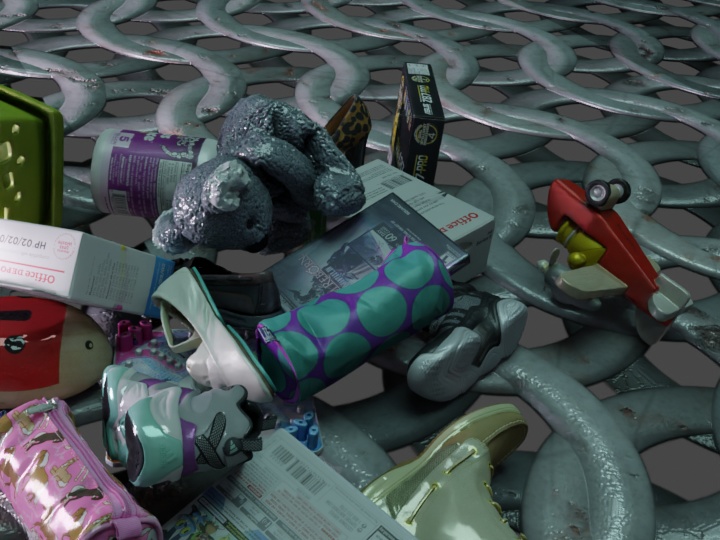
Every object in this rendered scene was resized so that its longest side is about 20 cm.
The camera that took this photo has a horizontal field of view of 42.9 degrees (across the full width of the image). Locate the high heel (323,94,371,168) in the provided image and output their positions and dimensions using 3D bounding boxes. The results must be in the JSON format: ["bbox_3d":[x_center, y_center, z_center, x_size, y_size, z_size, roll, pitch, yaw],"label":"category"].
[{"bbox_3d":[-0.079,-0.168,1.257,0.200,0.143,0.071,-13,37,-27],"label":"high heel"}]

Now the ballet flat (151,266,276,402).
[{"bbox_3d":[-0.151,0.073,0.903,0.069,0.070,0.200,-14,43,-29],"label":"ballet flat"}]

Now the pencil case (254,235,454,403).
[{"bbox_3d":[-0.007,0.046,0.903,0.200,0.085,0.092,-28,63,-22],"label":"pencil case"}]

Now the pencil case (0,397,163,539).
[{"bbox_3d":[-0.231,0.179,0.727,0.083,0.087,0.200,-33,40,-23],"label":"pencil case"}]

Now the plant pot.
[{"bbox_3d":[-0.465,-0.122,1.083,0.199,0.200,0.181,23,29,26],"label":"plant pot"}]

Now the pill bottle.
[{"bbox_3d":[-0.236,-0.120,1.186,0.199,0.113,0.112,6,32,0],"label":"pill bottle"}]

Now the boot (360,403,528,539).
[{"bbox_3d":[0.108,0.205,0.772,0.200,0.072,0.155,-27,44,-31],"label":"boot"}]

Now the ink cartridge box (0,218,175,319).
[{"bbox_3d":[-0.293,-0.003,0.925,0.115,0.068,0.200,8,-6,23],"label":"ink cartridge box"}]

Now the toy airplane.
[{"bbox_3d":[0.292,0.004,1.085,0.200,0.141,0.199,35,37,-24],"label":"toy airplane"}]

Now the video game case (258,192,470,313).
[{"bbox_3d":[0.000,0.000,1.017,0.200,0.019,0.143,-32,49,-18],"label":"video game case"}]

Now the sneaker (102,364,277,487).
[{"bbox_3d":[-0.142,0.128,0.785,0.140,0.078,0.200,-1,12,-25],"label":"sneaker"}]

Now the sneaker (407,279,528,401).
[{"bbox_3d":[0.087,0.068,0.986,0.114,0.076,0.200,27,33,31],"label":"sneaker"}]

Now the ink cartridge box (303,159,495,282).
[{"bbox_3d":[0.045,-0.049,1.147,0.200,0.084,0.146,31,41,33],"label":"ink cartridge box"}]

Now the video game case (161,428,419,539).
[{"bbox_3d":[-0.062,0.234,0.705,0.182,0.022,0.200,-37,51,-27],"label":"video game case"}]

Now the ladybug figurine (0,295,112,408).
[{"bbox_3d":[-0.348,0.074,0.903,0.199,0.072,0.136,-2,34,-13],"label":"ladybug figurine"}]

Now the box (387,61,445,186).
[{"bbox_3d":[0.076,-0.182,1.289,0.049,0.162,0.200,4,34,-5],"label":"box"}]

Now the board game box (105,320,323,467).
[{"bbox_3d":[-0.148,0.112,0.920,0.199,0.026,0.200,-1,33,-11],"label":"board game box"}]

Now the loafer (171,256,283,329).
[{"bbox_3d":[-0.163,0.010,1.012,0.200,0.063,0.072,15,23,36],"label":"loafer"}]

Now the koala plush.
[{"bbox_3d":[-0.136,-0.090,1.034,0.200,0.177,0.184,-37,97,-42],"label":"koala plush"}]
